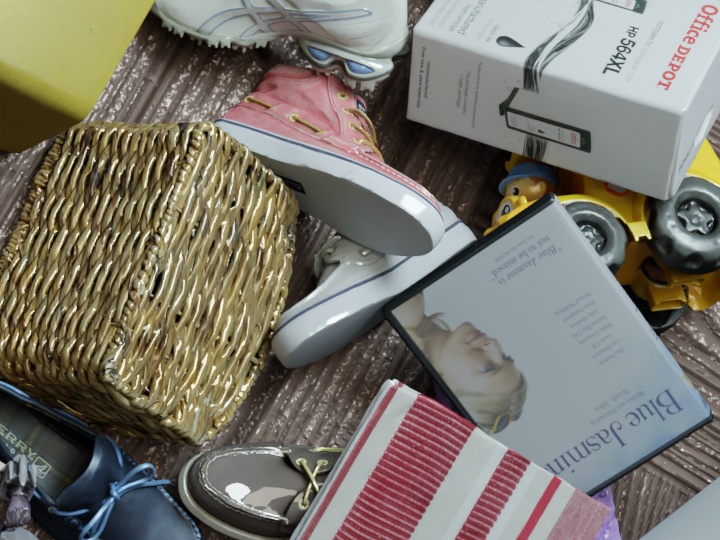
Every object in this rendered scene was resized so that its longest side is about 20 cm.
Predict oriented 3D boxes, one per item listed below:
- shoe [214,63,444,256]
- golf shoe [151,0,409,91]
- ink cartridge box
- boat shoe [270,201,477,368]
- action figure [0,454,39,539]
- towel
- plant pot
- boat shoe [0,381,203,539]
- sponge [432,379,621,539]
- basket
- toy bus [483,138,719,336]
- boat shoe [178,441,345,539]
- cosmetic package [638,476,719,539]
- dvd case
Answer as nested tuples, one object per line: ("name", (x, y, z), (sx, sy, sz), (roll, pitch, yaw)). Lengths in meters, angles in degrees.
("shoe", (-0.010, -0.082, 1.406), (0.200, 0.072, 0.091), (22, 59, 30))
("golf shoe", (-0.059, -0.200, 1.421), (0.199, 0.097, 0.078), (14, 38, 9))
("ink cartridge box", (0.152, -0.147, 1.437), (0.199, 0.085, 0.146), (18, 44, 16))
("boat shoe", (0.000, 0.000, 1.420), (0.200, 0.072, 0.066), (-33, 77, -37))
("action figure", (-0.227, 0.179, 1.285), (0.200, 0.130, 0.069), (42, 30, -8))
("towel", (0.059, 0.177, 1.369), (0.200, 0.023, 0.144), (32, 87, -24))
("plant pot", (-0.242, -0.189, 1.335), (0.176, 0.200, 0.200), (34, 67, -21))
("boat shoe", (-0.189, 0.141, 1.327), (0.200, 0.069, 0.084), (30, 67, -14))
("sponge", (0.124, 0.160, 1.459), (0.111, 0.030, 0.201), (-8, 81, -20))
("basket", (-0.147, 0.010, 1.380), (0.143, 0.149, 0.201), (39, 62, -44))
("toy bus", (0.169, -0.056, 1.484), (0.199, 0.136, 0.193), (-8, 66, -19))
("boat shoe", (-0.023, 0.151, 1.375), (0.199, 0.060, 0.072), (15, 61, -24))
("cosmetic package", (0.280, 0.265, 1.422), (0.200, 0.123, 0.200), (-32, 101, -23))
("dvd case", (0.129, 0.063, 1.393), (0.142, 0.018, 0.200), (-34, 106, 13))
